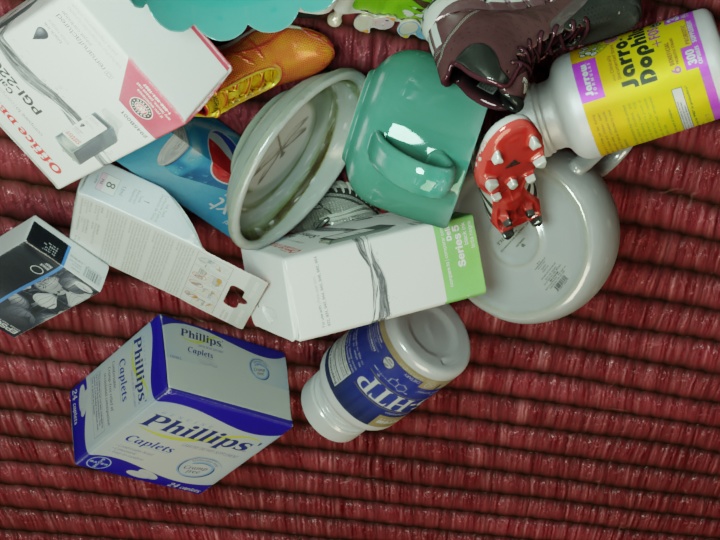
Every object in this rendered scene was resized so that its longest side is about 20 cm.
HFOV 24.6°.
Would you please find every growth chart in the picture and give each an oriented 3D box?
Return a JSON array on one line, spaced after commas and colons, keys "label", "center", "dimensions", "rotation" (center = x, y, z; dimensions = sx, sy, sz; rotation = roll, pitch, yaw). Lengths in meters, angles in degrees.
[{"label": "growth chart", "center": [0.079, -0.252, 1.474], "dimensions": [0.199, 0.018, 0.145], "rotation": [3, 145, -15]}]

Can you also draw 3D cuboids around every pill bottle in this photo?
[{"label": "pill bottle", "center": [0.248, -0.168, 1.555], "dimensions": [0.199, 0.105, 0.104], "rotation": [-18, 145, 13]}, {"label": "pill bottle", "center": [0.023, 0.116, 1.915], "dimensions": [0.119, 0.120, 0.200], "rotation": [17, 139, -33]}]

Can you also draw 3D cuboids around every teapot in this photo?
[{"label": "teapot", "center": [0.188, -0.048, 1.688], "dimensions": [0.199, 0.198, 0.146], "rotation": [-1, -169, 30]}]

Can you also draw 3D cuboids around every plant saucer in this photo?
[{"label": "plant saucer", "center": [-0.071, -0.114, 1.555], "dimensions": [0.200, 0.050, 0.200], "rotation": [-48, 162, -21]}]

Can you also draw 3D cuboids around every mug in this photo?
[{"label": "mug", "center": [0.050, -0.129, 1.511], "dimensions": [0.114, 0.153, 0.185], "rotation": [18, 169, 2]}]

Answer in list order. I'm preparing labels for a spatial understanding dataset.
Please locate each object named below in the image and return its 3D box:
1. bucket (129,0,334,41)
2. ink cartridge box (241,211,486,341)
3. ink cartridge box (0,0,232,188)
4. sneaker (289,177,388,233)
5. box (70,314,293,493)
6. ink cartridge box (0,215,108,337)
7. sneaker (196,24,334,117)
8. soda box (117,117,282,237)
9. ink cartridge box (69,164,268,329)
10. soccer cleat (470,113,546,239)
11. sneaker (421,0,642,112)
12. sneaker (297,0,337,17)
[{"label": "bucket", "center": [-0.098, -0.294, 1.255], "dimensions": [0.206, 0.135, 0.208], "rotation": [-7, 141, -6]}, {"label": "ink cartridge box", "center": [0.000, 0.000, 1.613], "dimensions": [0.199, 0.084, 0.145], "rotation": [-13, -170, -19]}, {"label": "ink cartridge box", "center": [-0.229, -0.169, 1.383], "dimensions": [0.200, 0.085, 0.146], "rotation": [-19, 119, 47]}, {"label": "sneaker", "center": [-0.004, -0.034, 1.719], "dimensions": [0.200, 0.082, 0.078], "rotation": [20, 138, -34]}, {"label": "box", "center": [-0.212, 0.163, 1.946], "dimensions": [0.184, 0.105, 0.200], "rotation": [19, 137, -36]}, {"label": "ink cartridge box", "center": [-0.359, 0.015, 1.704], "dimensions": [0.099, 0.039, 0.200], "rotation": [36, 139, -29]}, {"label": "sneaker", "center": [-0.119, -0.171, 1.495], "dimensions": [0.199, 0.077, 0.073], "rotation": [-13, 146, -5]}, {"label": "soda box", "center": [-0.157, -0.106, 1.597], "dimensions": [0.068, 0.064, 0.200], "rotation": [-26, 143, 25]}, {"label": "ink cartridge box", "center": [-0.187, -0.025, 1.621], "dimensions": [0.199, 0.057, 0.163], "rotation": [22, 158, -6]}, {"label": "soccer cleat", "center": [0.131, -0.102, 1.525], "dimensions": [0.068, 0.085, 0.200], "rotation": [-24, 156, -1]}, {"label": "sneaker", "center": [0.158, -0.190, 1.461], "dimensions": [0.199, 0.116, 0.076], "rotation": [-6, 147, 0]}, {"label": "sneaker", "center": [-0.127, -0.241, 1.406], "dimensions": [0.199, 0.073, 0.112], "rotation": [16, 143, -19]}]
